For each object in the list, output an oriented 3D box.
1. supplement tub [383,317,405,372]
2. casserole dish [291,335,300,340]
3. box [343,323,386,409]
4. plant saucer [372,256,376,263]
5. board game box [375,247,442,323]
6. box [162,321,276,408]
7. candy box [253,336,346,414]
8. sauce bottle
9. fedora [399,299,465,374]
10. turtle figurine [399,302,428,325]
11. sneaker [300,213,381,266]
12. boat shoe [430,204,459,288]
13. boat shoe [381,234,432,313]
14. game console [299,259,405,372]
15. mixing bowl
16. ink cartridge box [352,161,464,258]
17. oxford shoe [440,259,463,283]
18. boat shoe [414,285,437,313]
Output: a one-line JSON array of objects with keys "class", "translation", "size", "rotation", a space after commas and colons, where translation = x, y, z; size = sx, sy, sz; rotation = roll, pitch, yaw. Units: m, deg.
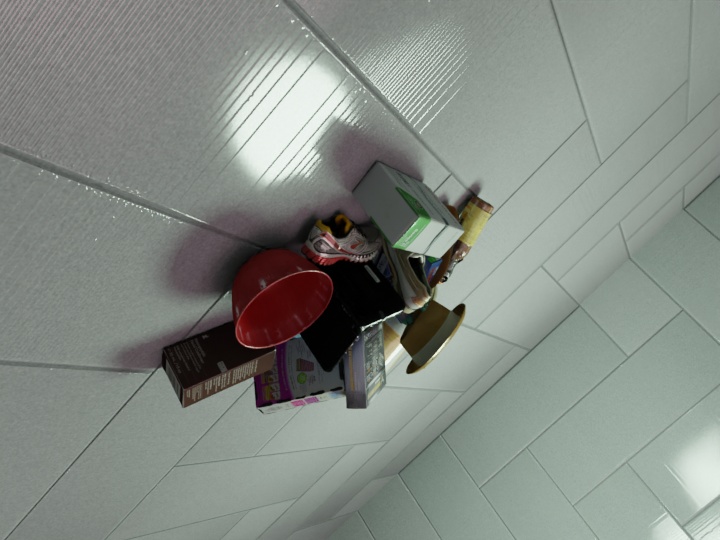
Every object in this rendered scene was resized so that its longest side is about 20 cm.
[{"class": "supplement tub", "translation": [0.047, 0.168, 1.513], "size": [0.201, 0.144, 0.145], "rotation": [-48, 153, 1]}, {"class": "casserole dish", "translation": [-0.109, 0.127, 1.387], "size": [0.120, 0.039, 0.201], "rotation": [-35, 152, -9]}, {"class": "box", "translation": [0.011, 0.200, 1.340], "size": [0.047, 0.163, 0.200], "rotation": [-2, -176, 15]}, {"class": "plant saucer", "translation": [0.000, 0.000, 1.356], "size": [0.069, 0.019, 0.202], "rotation": [-22, 147, -31]}, {"class": "board game box", "translation": [0.094, 0.003, 1.349], "size": [0.034, 0.136, 0.202], "rotation": [-20, 148, -36]}, {"class": "box", "translation": [-0.274, 0.173, 1.178], "size": [0.197, 0.101, 0.076], "rotation": [-21, 149, -33]}, {"class": "candy box", "translation": [-0.132, 0.221, 1.316], "size": [0.195, 0.139, 0.061], "rotation": [-13, 153, 5]}, {"class": "sauce bottle", "translation": [0.248, -0.080, 1.458], "size": [0.065, 0.066, 0.203], "rotation": [9, 113, -56]}, {"class": "fedora", "translation": [0.147, 0.134, 1.339], "size": [0.201, 0.082, 0.201], "rotation": [-50, -178, 2]}, {"class": "turtle figurine", "translation": [0.036, 0.061, 1.261], "size": [0.196, 0.103, 0.149], "rotation": [11, 159, -26]}, {"class": "sneaker", "translation": [-0.022, -0.064, 1.166], "size": [0.198, 0.078, 0.083], "rotation": [-12, 134, -50]}, {"class": "boat shoe", "translation": [0.180, -0.047, 1.386], "size": [0.070, 0.069, 0.204], "rotation": [61, 51, -78]}, {"class": "boat shoe", "translation": [0.097, -0.021, 1.211], "size": [0.068, 0.204, 0.074], "rotation": [-28, 156, 34]}, {"class": "game console", "translation": [-0.037, 0.066, 1.196], "size": [0.173, 0.201, 0.118], "rotation": [-20, 144, -29]}, {"class": "mixing bowl", "translation": [-0.159, 0.035, 1.101], "size": [0.197, 0.109, 0.202], "rotation": [-28, 150, -17]}, {"class": "ink cartridge box", "translation": [0.097, -0.111, 1.168], "size": [0.083, 0.148, 0.198], "rotation": [-47, 151, 21]}, {"class": "oxford shoe", "translation": [0.177, 0.013, 1.538], "size": [0.200, 0.073, 0.071], "rotation": [-48, 153, 16]}, {"class": "boat shoe", "translation": [0.147, 0.019, 1.438], "size": [0.064, 0.071, 0.204], "rotation": [25, 78, -36]}]
